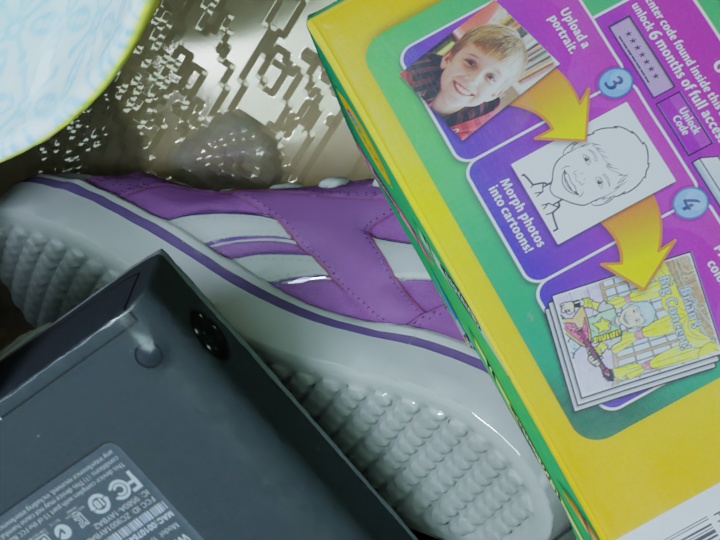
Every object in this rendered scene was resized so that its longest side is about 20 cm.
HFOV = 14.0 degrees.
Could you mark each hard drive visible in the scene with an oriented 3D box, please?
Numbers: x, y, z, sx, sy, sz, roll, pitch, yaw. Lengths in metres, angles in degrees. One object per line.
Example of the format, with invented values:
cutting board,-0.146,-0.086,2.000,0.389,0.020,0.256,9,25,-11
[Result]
hard drive,-0.040,0.109,0.744,0.139,0.033,0.200,-34,108,21

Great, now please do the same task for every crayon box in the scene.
crayon box,0.084,0.000,0.662,0.118,0.058,0.201,-27,60,-2

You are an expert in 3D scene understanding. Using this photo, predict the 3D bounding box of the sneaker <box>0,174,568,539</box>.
sneaker,0.000,0.001,0.793,0.200,0.114,0.073,21,143,30

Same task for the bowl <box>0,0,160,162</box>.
bowl,-0.116,-0.133,0.687,0.199,0.108,0.201,12,128,16

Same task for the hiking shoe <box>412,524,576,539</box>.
hiking shoe,0.042,0.125,0.817,0.100,0.076,0.200,37,111,-11

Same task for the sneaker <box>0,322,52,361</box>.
sneaker,-0.081,0.110,0.806,0.114,0.073,0.201,32,130,13
